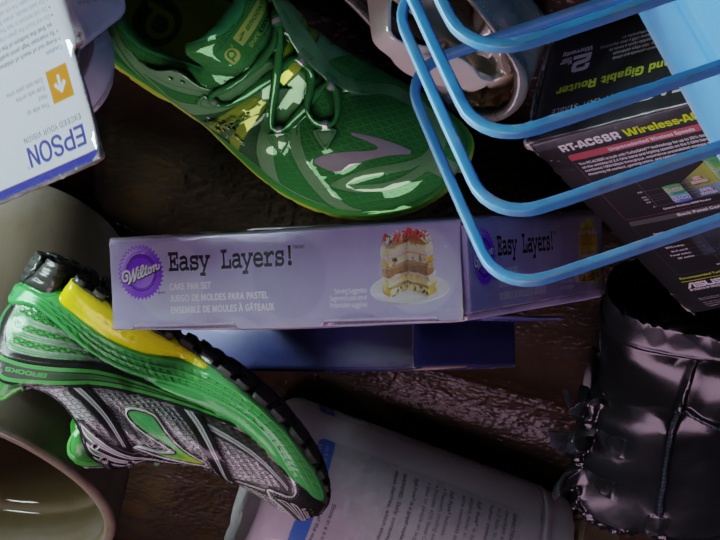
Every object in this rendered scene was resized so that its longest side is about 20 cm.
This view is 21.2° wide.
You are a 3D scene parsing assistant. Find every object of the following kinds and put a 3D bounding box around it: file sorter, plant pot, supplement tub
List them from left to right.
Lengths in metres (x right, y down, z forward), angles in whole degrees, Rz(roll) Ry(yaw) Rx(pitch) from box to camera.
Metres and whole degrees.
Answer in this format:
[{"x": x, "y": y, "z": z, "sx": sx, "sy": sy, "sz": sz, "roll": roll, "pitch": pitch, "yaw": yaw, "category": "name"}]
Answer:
[{"x": -0.211, "y": 0.048, "z": 1.096, "sx": 0.199, "sy": 0.174, "sz": 0.200, "roll": 12, "pitch": 149, "yaw": 7, "category": "plant pot"}, {"x": 0.022, "y": 0.173, "z": 1.241, "sx": 0.200, "sy": 0.132, "sz": 0.132, "roll": 22, "pitch": 149, "yaw": -9, "category": "supplement tub"}, {"x": 0.079, "y": -0.108, "z": 0.706, "sx": 0.122, "sy": 0.139, "sz": 0.200, "roll": -19, "pitch": 145, "yaw": -4, "category": "file sorter"}]

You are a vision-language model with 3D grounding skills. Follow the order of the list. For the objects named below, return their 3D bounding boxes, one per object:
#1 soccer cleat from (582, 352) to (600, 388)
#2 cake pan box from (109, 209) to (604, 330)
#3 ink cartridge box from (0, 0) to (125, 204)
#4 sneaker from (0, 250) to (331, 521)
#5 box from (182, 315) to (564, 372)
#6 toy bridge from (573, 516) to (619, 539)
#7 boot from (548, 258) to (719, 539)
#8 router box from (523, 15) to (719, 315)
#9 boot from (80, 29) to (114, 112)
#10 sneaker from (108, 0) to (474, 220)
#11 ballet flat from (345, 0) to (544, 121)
[{"x": 0.219, "y": 0.088, "z": 1.082, "sx": 0.199, "sy": 0.069, "sz": 0.078, "roll": 7, "pitch": 145, "yaw": 19, "category": "soccer cleat"}, {"x": 0.000, "y": 0.000, "z": 0.958, "sx": 0.199, "sy": 0.052, "sz": 0.184, "roll": -3, "pitch": 180, "yaw": 28, "category": "cake pan box"}, {"x": -0.187, "y": -0.120, "z": 0.825, "sx": 0.199, "sy": 0.201, "sz": 0.041, "roll": -17, "pitch": -178, "yaw": 42, "category": "ink cartridge box"}, {"x": -0.102, "y": 0.074, "z": 0.995, "sx": 0.200, "sy": 0.085, "sz": 0.078, "roll": 33, "pitch": -177, "yaw": -11, "category": "sneaker"}, {"x": 0.001, "y": 0.040, "z": 1.069, "sx": 0.199, "sy": 0.033, "sz": 0.121, "roll": -3, "pitch": 177, "yaw": 31, "category": "box"}, {"x": 0.123, "y": 0.202, "z": 1.305, "sx": 0.027, "sy": 0.067, "sz": 0.200, "roll": 20, "pitch": 150, "yaw": -9, "category": "toy bridge"}, {"x": 0.199, "y": 0.081, "z": 1.004, "sx": 0.198, "sy": 0.073, "sz": 0.163, "roll": 12, "pitch": 133, "yaw": 7, "category": "boot"}, {"x": 0.197, "y": -0.058, "z": 0.856, "sx": 0.200, "sy": 0.062, "sz": 0.150, "roll": -12, "pitch": 141, "yaw": 38, "category": "router box"}, {"x": -0.160, "y": -0.094, "z": 0.916, "sx": 0.200, "sy": 0.074, "sz": 0.096, "roll": 23, "pitch": 171, "yaw": 44, "category": "boot"}, {"x": -0.045, "y": -0.085, "z": 0.856, "sx": 0.200, "sy": 0.074, "sz": 0.084, "roll": 28, "pitch": 171, "yaw": 7, "category": "sneaker"}, {"x": 0.006, "y": -0.132, "z": 0.817, "sx": 0.200, "sy": 0.064, "sz": 0.067, "roll": 36, "pitch": 143, "yaw": -31, "category": "ballet flat"}]
